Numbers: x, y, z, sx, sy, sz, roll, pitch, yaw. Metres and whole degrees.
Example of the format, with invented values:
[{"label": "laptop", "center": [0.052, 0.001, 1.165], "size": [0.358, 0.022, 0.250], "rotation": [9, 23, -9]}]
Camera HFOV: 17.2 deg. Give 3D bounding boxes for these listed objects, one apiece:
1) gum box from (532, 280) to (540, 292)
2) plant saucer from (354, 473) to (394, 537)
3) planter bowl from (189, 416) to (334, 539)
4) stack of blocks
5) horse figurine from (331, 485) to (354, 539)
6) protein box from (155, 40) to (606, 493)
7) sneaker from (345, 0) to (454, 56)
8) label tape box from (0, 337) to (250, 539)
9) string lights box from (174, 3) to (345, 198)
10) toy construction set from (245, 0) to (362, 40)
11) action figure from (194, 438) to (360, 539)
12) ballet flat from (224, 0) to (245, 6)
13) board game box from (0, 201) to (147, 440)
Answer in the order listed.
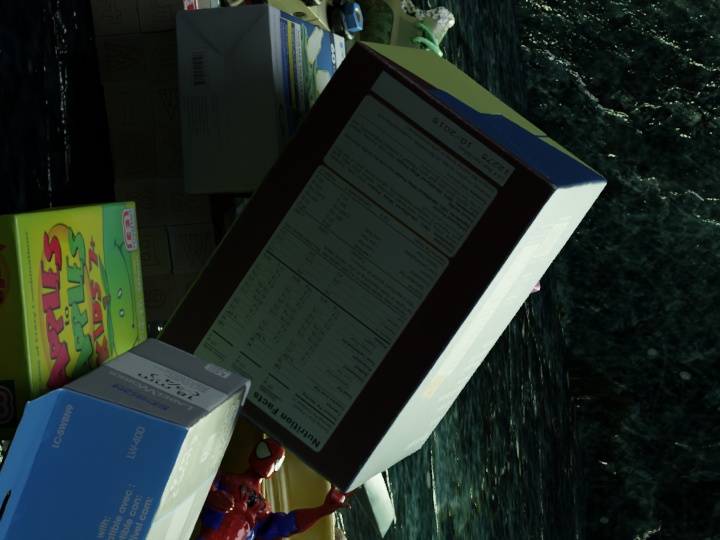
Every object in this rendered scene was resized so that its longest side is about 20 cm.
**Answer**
[{"label": "gum box", "center": [0.000, 0.000, 1.531], "size": [0.113, 0.199, 0.067], "rotation": [11, 65, -55]}, {"label": "plant saucer", "center": [-0.010, 0.107, 1.565], "size": [0.070, 0.019, 0.200], "rotation": [57, -8, 30]}, {"label": "planter bowl", "center": [-0.075, 0.153, 1.457], "size": [0.200, 0.083, 0.202], "rotation": [-5, 90, -79]}, {"label": "stack of blocks", "center": [-0.109, -0.080, 1.434], "size": [0.115, 0.058, 0.202], "rotation": [-55, 139, -74]}, {"label": "horse figurine", "center": [-0.030, 0.176, 1.669], "size": [0.132, 0.050, 0.202], "rotation": [16, -51, 66]}, {"label": "protein box", "center": [0.017, -0.006, 1.332], "size": [0.201, 0.135, 0.198], "rotation": [-55, 171, 11]}, {"label": "sneaker", "center": [0.028, -0.155, 1.665], "size": [0.077, 0.088, 0.201], "rotation": [69, -1, -62]}, {"label": "label tape box", "center": [-0.124, 0.120, 1.107], "size": [0.200, 0.063, 0.145], "rotation": [-35, 148, -78]}, {"label": "string lights box", "center": [-0.055, -0.095, 1.406], "size": [0.200, 0.058, 0.104], "rotation": [-4, 91, -78]}, {"label": "toy construction set", "center": [-0.037, -0.226, 1.581], "size": [0.199, 0.092, 0.132], "rotation": [22, 58, -53]}, {"label": "action figure", "center": [-0.073, 0.160, 1.276], "size": [0.065, 0.099, 0.201], "rotation": [39, 49, -15]}, {"label": "ballet flat", "center": [-0.074, -0.217, 1.659], "size": [0.200, 0.067, 0.069], "rotation": [59, 24, -67]}, {"label": "board game box", "center": [-0.155, 0.021, 1.172], "size": [0.200, 0.047, 0.103], "rotation": [-20, 106, -79]}]
